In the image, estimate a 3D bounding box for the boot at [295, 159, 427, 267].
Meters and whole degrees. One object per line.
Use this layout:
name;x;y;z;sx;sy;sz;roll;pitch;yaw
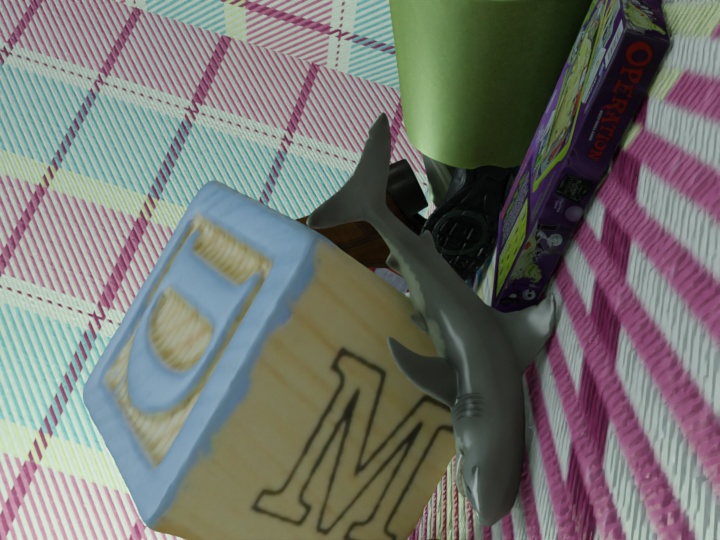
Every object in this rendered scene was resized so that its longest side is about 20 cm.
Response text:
boot;0.000;0.000;0.844;0.190;0.197;0.069;60;-177;-35

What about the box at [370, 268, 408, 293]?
box;-0.004;0.091;0.962;0.203;0.098;0.095;-62;-21;-5

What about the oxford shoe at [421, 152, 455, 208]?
oxford shoe;0.088;-0.135;0.820;0.075;0.057;0.202;-45;-51;-26

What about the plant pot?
plant pot;0.097;-0.188;0.569;0.202;0.196;0.193;-72;-15;-50

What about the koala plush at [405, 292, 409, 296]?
koala plush;0.020;0.100;0.726;0.198;0.182;0.181;-4;67;52

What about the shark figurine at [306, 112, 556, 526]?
shark figurine;0.064;0.021;0.439;0.089;0.218;0.127;-32;-16;26

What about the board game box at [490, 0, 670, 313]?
board game box;0.128;-0.076;0.466;0.121;0.032;0.202;-79;4;-49

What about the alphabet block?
alphabet block;-0.054;0.081;0.553;0.198;0.199;0.195;-58;36;-1

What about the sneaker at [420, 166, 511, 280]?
sneaker;0.120;-0.076;0.775;0.203;0.075;0.091;-67;-9;15
